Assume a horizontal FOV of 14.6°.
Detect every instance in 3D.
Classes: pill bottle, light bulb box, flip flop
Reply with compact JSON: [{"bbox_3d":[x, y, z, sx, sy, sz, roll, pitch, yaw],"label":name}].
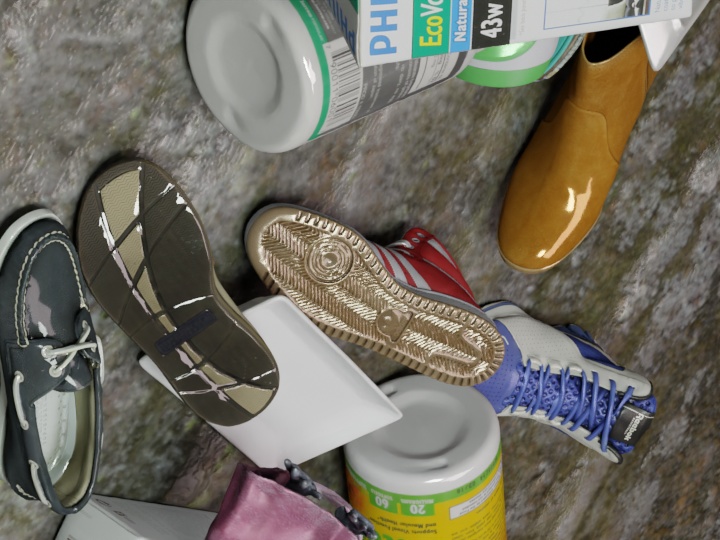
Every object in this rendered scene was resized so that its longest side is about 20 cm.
[{"bbox_3d":[0.002,-0.154,1.707,0.200,0.113,0.113,-26,134,-38],"label":"pill bottle"},{"bbox_3d":[0.068,-0.229,1.602,0.200,0.198,0.125,-10,128,-12],"label":"light bulb box"},{"bbox_3d":[-0.114,0.012,1.732,0.081,0.058,0.200,-30,124,4],"label":"flip flop"},{"bbox_3d":[0.049,0.182,2.022,0.111,0.111,0.200,-35,139,-29],"label":"pill bottle"}]

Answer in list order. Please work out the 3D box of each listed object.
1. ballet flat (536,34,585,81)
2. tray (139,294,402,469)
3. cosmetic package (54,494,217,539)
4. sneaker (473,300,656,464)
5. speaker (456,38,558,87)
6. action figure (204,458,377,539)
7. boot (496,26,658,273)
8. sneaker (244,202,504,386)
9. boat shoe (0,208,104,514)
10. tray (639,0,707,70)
[{"bbox_3d":[0.141,-0.221,1.870,0.072,0.072,0.201,-21,132,-41],"label":"ballet flat"},{"bbox_3d":[-0.058,0.072,1.855,0.107,0.022,0.200,-25,146,13],"label":"tray"},{"bbox_3d":[-0.125,0.214,1.868,0.200,0.074,0.102,15,103,-53],"label":"cosmetic package"},{"bbox_3d":[0.154,0.085,2.074,0.199,0.115,0.081,8,109,-53],"label":"sneaker"},{"bbox_3d":[0.095,-0.221,1.794,0.088,0.088,0.200,-25,134,-38],"label":"speaker"},{"bbox_3d":[-0.093,0.208,1.789,0.200,0.134,0.149,-49,-173,0],"label":"action figure"},{"bbox_3d":[0.151,-0.107,1.937,0.201,0.071,0.144,-59,166,-19],"label":"boot"},{"bbox_3d":[0.000,0.000,1.872,0.200,0.113,0.071,31,106,-24],"label":"sneaker"},{"bbox_3d":[-0.183,0.057,1.686,0.076,0.060,0.200,-30,137,-34],"label":"boat shoe"},{"bbox_3d":[0.221,-0.223,1.902,0.200,0.022,0.108,-51,127,-54],"label":"tray"}]
